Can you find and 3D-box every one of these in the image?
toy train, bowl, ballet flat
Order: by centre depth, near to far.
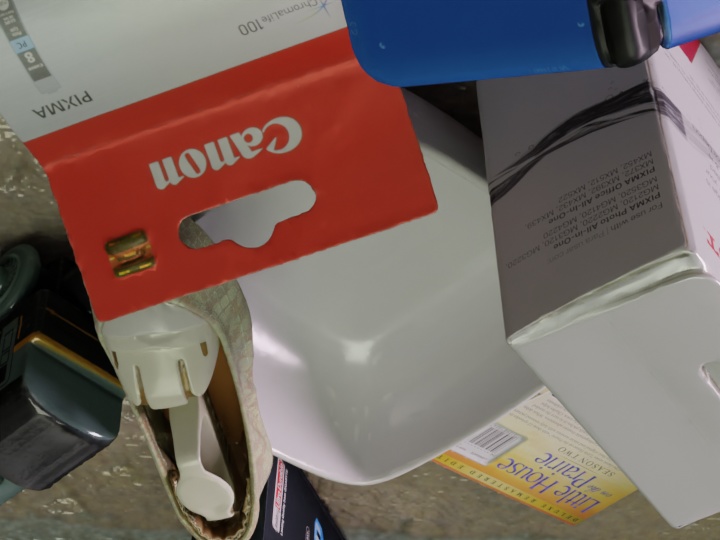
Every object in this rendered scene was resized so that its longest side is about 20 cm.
[{"bbox_3d":[-0.076,0.052,0.792,0.067,0.063,0.201,-10,134,9],"label":"ballet flat"},{"bbox_3d":[0.000,0.000,0.838,0.200,0.075,0.199,35,125,-29],"label":"bowl"},{"bbox_3d":[-0.191,0.070,0.876,0.200,0.114,0.085,-33,126,28],"label":"toy train"}]

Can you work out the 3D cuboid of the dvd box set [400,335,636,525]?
[{"bbox_3d":[0.139,0.057,0.914,0.146,0.030,0.200,28,129,-37],"label":"dvd box set"}]

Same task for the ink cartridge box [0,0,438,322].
[{"bbox_3d":[-0.076,-0.091,0.693,0.159,0.047,0.201,-18,96,15],"label":"ink cartridge box"}]

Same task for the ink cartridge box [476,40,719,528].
[{"bbox_3d":[0.119,-0.018,0.732,0.083,0.201,0.145,-26,130,23],"label":"ink cartridge box"}]

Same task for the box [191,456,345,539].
[{"bbox_3d":[-0.044,0.210,0.958,0.046,0.201,0.159,-13,133,16],"label":"box"}]

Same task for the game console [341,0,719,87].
[{"bbox_3d":[0.076,-0.180,0.631,0.170,0.118,0.201,-1,109,34],"label":"game console"}]
